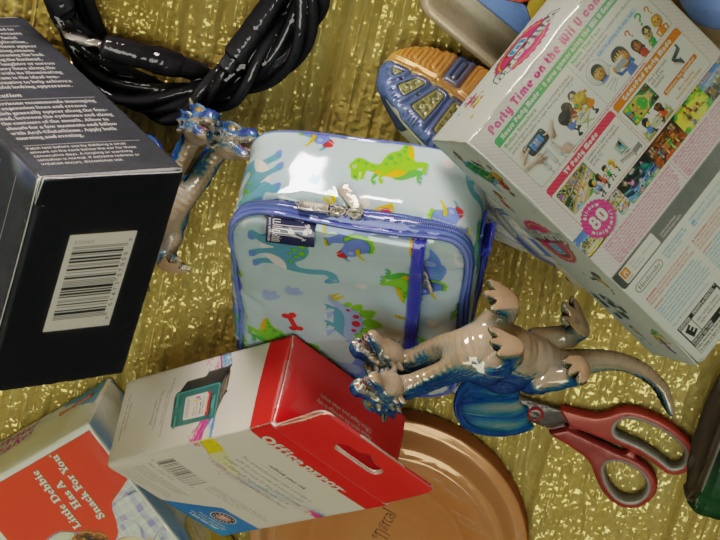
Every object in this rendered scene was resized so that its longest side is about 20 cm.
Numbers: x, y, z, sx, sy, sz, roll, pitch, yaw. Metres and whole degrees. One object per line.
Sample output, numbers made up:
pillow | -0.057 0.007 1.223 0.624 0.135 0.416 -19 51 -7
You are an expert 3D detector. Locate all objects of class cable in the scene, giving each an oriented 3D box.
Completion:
cable | -0.102 -0.175 1.294 0.198 0.051 0.164 -15 112 12

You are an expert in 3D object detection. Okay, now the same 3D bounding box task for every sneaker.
sneaker | 0.085 -0.057 1.314 0.200 0.075 0.088 39 150 6

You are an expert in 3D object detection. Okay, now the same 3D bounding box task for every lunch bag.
lunch bag | 0.000 0.000 1.304 0.159 0.083 0.201 8 147 2

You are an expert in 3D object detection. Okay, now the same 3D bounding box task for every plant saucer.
plant saucer | 0.019 0.191 1.462 0.198 0.032 0.202 2 115 5

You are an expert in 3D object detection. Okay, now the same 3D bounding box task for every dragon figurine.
dragon figurine | -0.134 -0.046 1.343 0.059 0.100 0.200 31 154 -21
dragon figurine | 0.089 0.061 1.259 0.199 0.059 0.099 12 146 -31

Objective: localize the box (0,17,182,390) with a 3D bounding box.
box | -0.220 -0.046 1.279 0.106 0.200 0.149 -6 126 -41

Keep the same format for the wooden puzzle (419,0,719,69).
wooden puzzle | 0.162 -0.178 1.265 0.185 0.046 0.200 38 113 -11

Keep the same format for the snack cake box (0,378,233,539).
snack cake box | -0.170 0.192 1.464 0.114 0.067 0.201 -29 108 20

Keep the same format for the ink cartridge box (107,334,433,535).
ink cartridge box | -0.054 0.108 1.351 0.199 0.068 0.116 -16 140 39

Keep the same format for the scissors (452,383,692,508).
scissors | 0.134 0.095 1.416 0.199 0.014 0.073 32 116 -7

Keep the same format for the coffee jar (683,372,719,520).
coffee jar | 0.321 0.135 1.369 0.198 0.085 0.105 16 107 -2

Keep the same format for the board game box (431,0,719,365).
board game box | 0.165 -0.065 1.230 0.200 0.064 0.148 43 81 -17
